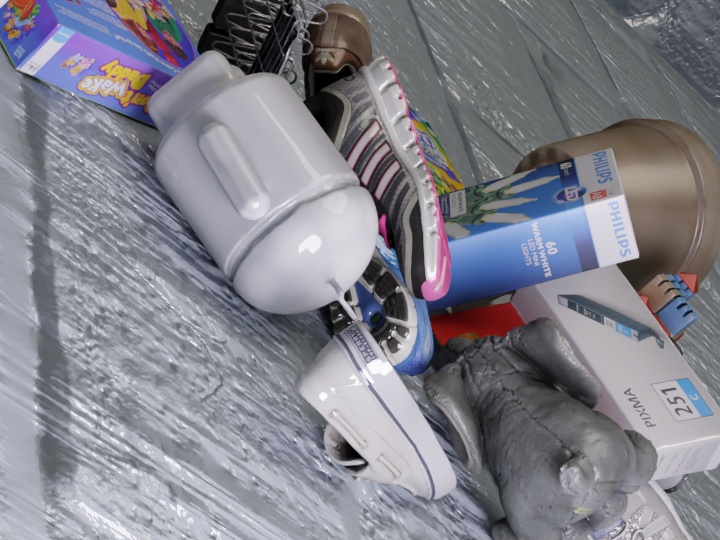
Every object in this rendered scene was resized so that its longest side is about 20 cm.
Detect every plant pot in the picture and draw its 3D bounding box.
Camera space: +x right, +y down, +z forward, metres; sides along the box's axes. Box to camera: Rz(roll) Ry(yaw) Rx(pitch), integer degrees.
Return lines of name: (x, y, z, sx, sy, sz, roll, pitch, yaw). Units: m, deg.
plant pot: (0.246, -0.061, 2.066, 0.173, 0.200, 0.201, 3, 46, -43)

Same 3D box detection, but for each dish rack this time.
dish rack: (-0.074, -0.174, 1.548, 0.054, 0.154, 0.201, 16, 31, -22)

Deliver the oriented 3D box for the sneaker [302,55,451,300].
sneaker: (0.007, -0.059, 1.443, 0.074, 0.087, 0.201, 74, -1, -62)

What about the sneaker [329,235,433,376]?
sneaker: (0.000, 0.000, 1.510, 0.089, 0.078, 0.201, 43, 22, -55)

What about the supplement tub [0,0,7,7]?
supplement tub: (-0.274, -0.250, 1.224, 0.144, 0.144, 0.201, 34, 23, -40)

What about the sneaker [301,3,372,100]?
sneaker: (-0.020, -0.110, 1.593, 0.076, 0.070, 0.201, -72, 159, -48)

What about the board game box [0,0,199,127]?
board game box: (-0.193, -0.179, 1.434, 0.199, 0.045, 0.135, 20, 33, -57)

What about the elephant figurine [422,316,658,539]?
elephant figurine: (0.107, 0.101, 1.449, 0.141, 0.156, 0.201, -13, 59, -42)

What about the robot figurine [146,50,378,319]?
robot figurine: (-0.064, -0.053, 1.374, 0.201, 0.113, 0.169, 54, 10, 16)

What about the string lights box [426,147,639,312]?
string lights box: (0.117, -0.029, 1.615, 0.103, 0.198, 0.059, -89, 162, -66)

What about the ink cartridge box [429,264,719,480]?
ink cartridge box: (0.172, 0.082, 1.580, 0.175, 0.045, 0.201, -8, 49, -32)

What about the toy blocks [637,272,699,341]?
toy blocks: (0.256, 0.059, 1.874, 0.100, 0.137, 0.200, 53, 18, 12)

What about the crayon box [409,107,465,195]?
crayon box: (0.042, -0.081, 1.792, 0.125, 0.052, 0.201, 29, 27, -47)

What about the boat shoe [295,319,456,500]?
boat shoe: (0.009, 0.105, 1.301, 0.072, 0.065, 0.200, 55, -3, 29)

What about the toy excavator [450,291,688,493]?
toy excavator: (0.178, 0.090, 1.708, 0.100, 0.198, 0.196, -77, 165, -70)

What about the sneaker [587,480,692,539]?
sneaker: (0.223, 0.222, 1.561, 0.200, 0.075, 0.082, 41, 24, -14)
